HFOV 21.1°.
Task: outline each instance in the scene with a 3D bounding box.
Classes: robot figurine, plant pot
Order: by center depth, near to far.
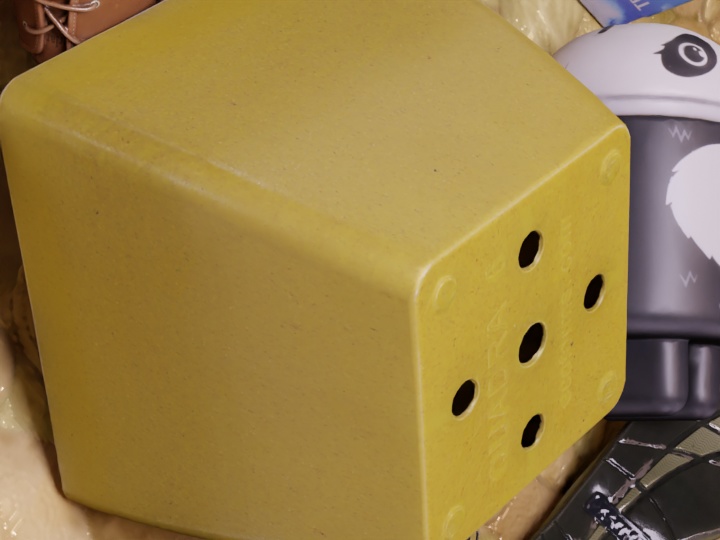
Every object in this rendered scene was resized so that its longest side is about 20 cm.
[{"bbox_3d":[0.000,0.000,0.776,0.200,0.176,0.201,-36,135,-39],"label":"plant pot"},{"bbox_3d":[0.144,-0.025,0.986,0.124,0.150,0.202,2,83,-6],"label":"robot figurine"}]

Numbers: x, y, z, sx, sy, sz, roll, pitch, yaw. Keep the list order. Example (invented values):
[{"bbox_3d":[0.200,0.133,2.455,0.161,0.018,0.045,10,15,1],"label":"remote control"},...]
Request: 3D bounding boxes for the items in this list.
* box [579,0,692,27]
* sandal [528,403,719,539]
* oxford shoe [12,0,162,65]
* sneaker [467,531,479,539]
[{"bbox_3d":[0.177,-0.204,0.993,0.122,0.199,0.048,42,50,-30],"label":"box"},{"bbox_3d":[0.139,0.133,1.015,0.201,0.057,0.080,-36,78,-21],"label":"sandal"},{"bbox_3d":[-0.106,-0.117,0.744,0.071,0.200,0.072,17,75,4],"label":"oxford shoe"},{"bbox_3d":[0.006,0.145,0.888,0.199,0.060,0.105,5,79,-46],"label":"sneaker"}]
